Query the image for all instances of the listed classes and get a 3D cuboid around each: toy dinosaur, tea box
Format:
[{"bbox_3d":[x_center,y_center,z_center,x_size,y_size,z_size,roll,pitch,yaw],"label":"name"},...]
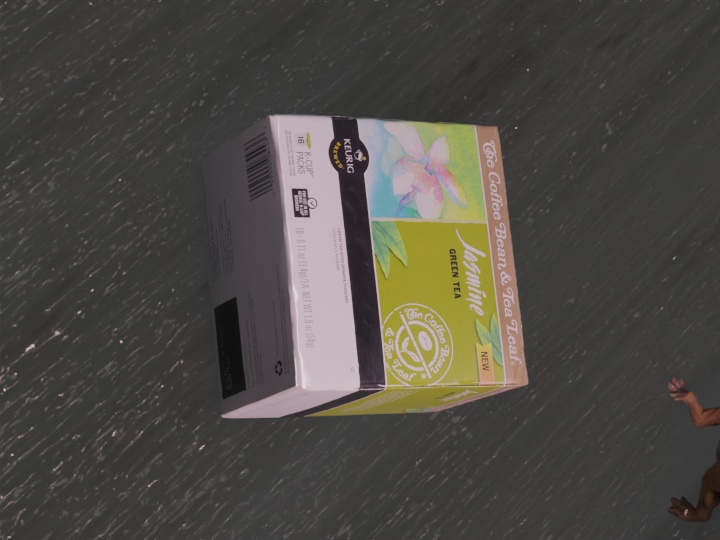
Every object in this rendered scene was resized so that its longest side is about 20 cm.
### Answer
[{"bbox_3d":[0.322,0.145,1.584,0.086,0.135,0.201,15,71,-26],"label":"toy dinosaur"},{"bbox_3d":[0.000,0.000,1.434,0.196,0.134,0.201,0,78,-31],"label":"tea box"}]

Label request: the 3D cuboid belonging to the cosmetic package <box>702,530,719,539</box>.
[{"bbox_3d":[0.334,0.316,1.504,0.200,0.165,0.165,31,63,-2],"label":"cosmetic package"}]
